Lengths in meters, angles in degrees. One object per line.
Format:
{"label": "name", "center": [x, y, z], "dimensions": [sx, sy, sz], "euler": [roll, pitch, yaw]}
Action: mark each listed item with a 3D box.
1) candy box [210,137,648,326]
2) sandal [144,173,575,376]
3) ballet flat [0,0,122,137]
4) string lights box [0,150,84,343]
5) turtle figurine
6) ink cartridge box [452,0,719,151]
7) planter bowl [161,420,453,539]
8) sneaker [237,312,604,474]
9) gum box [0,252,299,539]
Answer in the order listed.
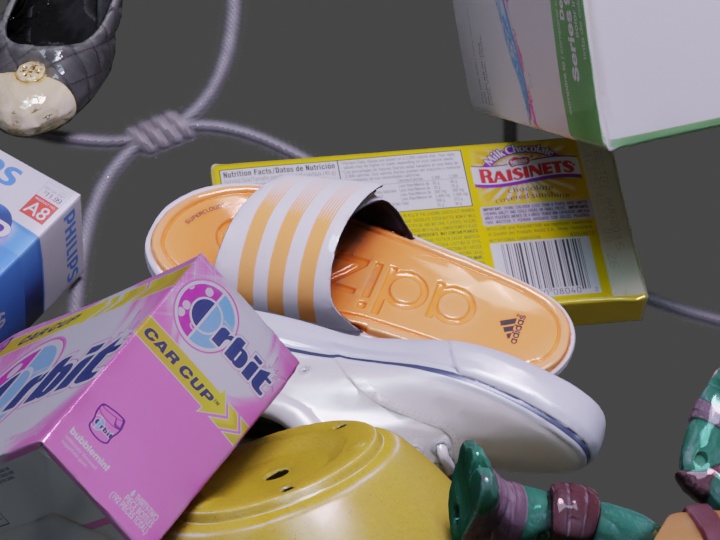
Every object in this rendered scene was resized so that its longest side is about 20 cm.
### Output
{"label": "candy box", "center": [0.031, -0.013, 1.429], "dimensions": [0.199, 0.026, 0.103], "euler": [-5, 52, -7]}
{"label": "sandal", "center": [0.003, -0.006, 1.370], "dimensions": [0.206, 0.059, 0.079], "euler": [15, 56, 7]}
{"label": "ballet flat", "center": [-0.148, -0.147, 1.507], "dimensions": [0.066, 0.057, 0.201], "euler": [12, 52, 7]}
{"label": "string lights box", "center": [-0.227, 0.022, 1.365], "dimensions": [0.102, 0.059, 0.200], "euler": [28, 55, 20]}
{"label": "turtle figurine", "center": [0.140, 0.109, 1.163], "dimensions": [0.199, 0.101, 0.150], "euler": [-3, 33, -17]}
{"label": "ink cartridge box", "center": [0.142, -0.119, 1.415], "dimensions": [0.145, 0.088, 0.200], "euler": [-13, 10, -13]}
{"label": "planter bowl", "center": [-0.023, 0.116, 1.215], "dimensions": [0.199, 0.084, 0.200], "euler": [-17, 13, 4]}
{"label": "sneaker", "center": [0.008, 0.073, 1.331], "dimensions": [0.199, 0.073, 0.071], "euler": [9, 60, 15]}
{"label": "gum box", "center": [-0.128, 0.075, 1.254], "dimensions": [0.066, 0.200, 0.114], "euler": [49, 55, -14]}
